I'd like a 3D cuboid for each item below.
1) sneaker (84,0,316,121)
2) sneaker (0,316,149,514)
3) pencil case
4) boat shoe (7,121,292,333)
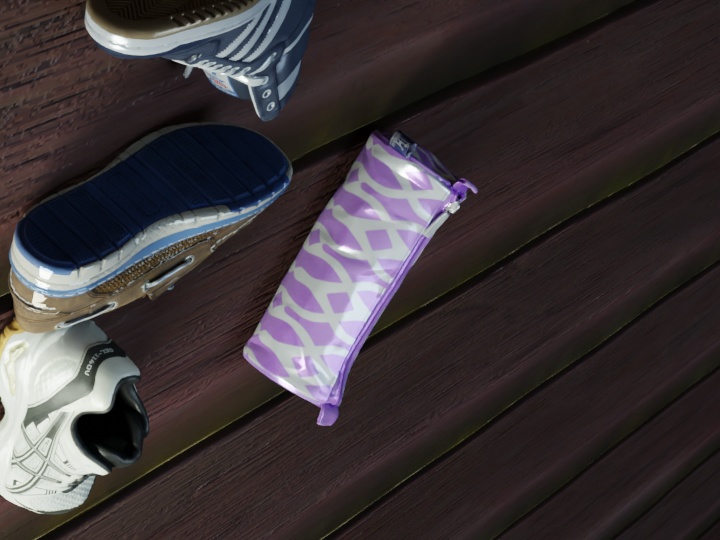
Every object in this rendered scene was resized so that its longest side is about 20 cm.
[{"bbox_3d":[-0.083,-0.124,1.313,0.200,0.070,0.109,-36,151,-50],"label":"sneaker"},{"bbox_3d":[-0.169,0.101,1.447,0.076,0.087,0.201,-47,160,-28],"label":"sneaker"},{"bbox_3d":[0.000,0.000,1.686,0.201,0.085,0.084,-58,159,11],"label":"pencil case"},{"bbox_3d":[-0.124,-0.024,1.393,0.199,0.072,0.073,-24,150,-39],"label":"boat shoe"}]
